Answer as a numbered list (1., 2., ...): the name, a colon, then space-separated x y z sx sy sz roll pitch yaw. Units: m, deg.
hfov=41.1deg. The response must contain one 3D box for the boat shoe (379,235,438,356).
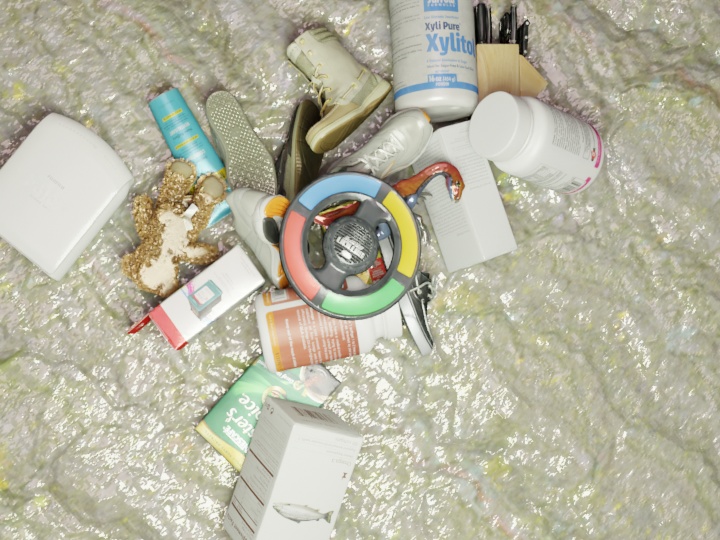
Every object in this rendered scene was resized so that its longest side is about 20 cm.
1. boat shoe: 0.083 0.024 1.441 0.067 0.074 0.203 -19 79 1

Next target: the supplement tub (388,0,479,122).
1. supplement tub: 0.109 -0.335 1.444 0.129 0.132 0.204 -3 86 -7

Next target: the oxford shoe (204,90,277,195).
1. oxford shoe: -0.175 -0.170 1.426 0.074 0.058 0.203 -23 80 -10

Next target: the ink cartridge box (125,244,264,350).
1. ink cartridge box: -0.235 0.053 1.378 0.199 0.116 0.068 -38 91 -8

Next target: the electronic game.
1. electronic game: -0.013 -0.034 1.294 0.196 0.042 0.204 2 82 -12

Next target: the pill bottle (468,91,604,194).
1. pill bottle: 0.259 -0.189 1.416 0.198 0.112 0.116 14 82 -40

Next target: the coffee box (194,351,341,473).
1. coffee box: -0.135 0.199 1.414 0.123 0.044 0.200 44 82 -2

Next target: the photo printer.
1. photo printer: -0.439 -0.114 1.390 0.166 0.069 0.201 39 82 -2

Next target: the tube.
1. tube: -0.247 -0.171 1.434 0.077 0.050 0.202 -28 96 2

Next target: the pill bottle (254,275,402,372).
1. pill bottle: -0.045 0.071 1.355 0.196 0.112 0.114 -11 87 -4

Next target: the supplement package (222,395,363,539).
1. supplement package: -0.096 0.298 1.343 0.115 0.117 0.203 16 95 -29

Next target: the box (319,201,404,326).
1. box: 0.000 0.000 1.444 0.074 0.050 0.203 -18 87 -7

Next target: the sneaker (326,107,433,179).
1. sneaker: 0.022 -0.158 1.399 0.199 0.092 0.076 -37 97 24

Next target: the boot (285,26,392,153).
1. boot: -0.057 -0.271 1.419 0.155 0.072 0.200 44 48 0

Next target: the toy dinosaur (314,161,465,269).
1. toy dinosaur: 0.055 -0.092 1.354 0.182 0.199 0.105 -48 54 14

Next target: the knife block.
1. knife block: 0.194 -0.311 1.486 0.176 0.064 0.200 44 82 -1

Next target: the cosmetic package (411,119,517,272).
1. cosmetic package: 0.151 -0.109 1.438 0.070 0.101 0.203 -17 88 -29

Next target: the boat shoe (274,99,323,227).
1. boat shoe: -0.098 -0.157 1.436 0.065 0.071 0.205 -10 69 33

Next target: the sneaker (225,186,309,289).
1. sneaker: -0.135 -0.052 1.371 0.091 0.201 0.076 27 62 24

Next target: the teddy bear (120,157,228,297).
1. teddy bear: -0.271 -0.063 1.404 0.142 0.067 0.204 8 91 -18
